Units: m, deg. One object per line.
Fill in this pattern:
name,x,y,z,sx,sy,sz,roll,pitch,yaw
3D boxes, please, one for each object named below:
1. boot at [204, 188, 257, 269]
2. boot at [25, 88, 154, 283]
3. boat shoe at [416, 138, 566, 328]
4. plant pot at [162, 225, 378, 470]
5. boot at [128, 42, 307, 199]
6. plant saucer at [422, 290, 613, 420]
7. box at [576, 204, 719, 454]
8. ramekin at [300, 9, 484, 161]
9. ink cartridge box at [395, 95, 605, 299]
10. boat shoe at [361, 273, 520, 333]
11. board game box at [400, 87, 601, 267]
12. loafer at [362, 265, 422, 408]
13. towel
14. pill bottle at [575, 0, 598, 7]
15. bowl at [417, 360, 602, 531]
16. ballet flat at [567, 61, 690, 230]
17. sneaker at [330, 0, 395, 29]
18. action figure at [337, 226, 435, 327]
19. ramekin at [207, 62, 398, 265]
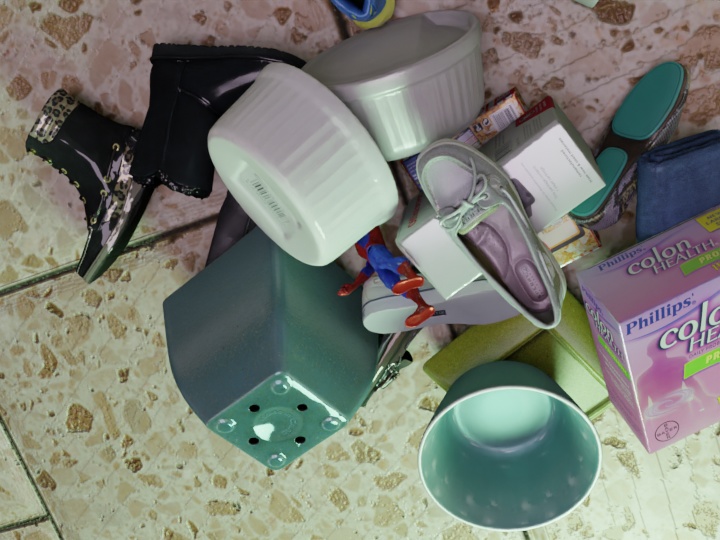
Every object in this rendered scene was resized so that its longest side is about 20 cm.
boot,-0.101,-0.028,1.117,0.163,0.066,0.202,21,111,5
boot,-0.339,-0.103,1.132,0.153,0.074,0.205,29,104,-3
boat shoe,0.124,-0.034,0.864,0.074,0.065,0.203,-32,102,18
plant pot,-0.098,0.102,1.056,0.196,0.201,0.196,-36,124,20
boot,-0.161,-0.164,1.048,0.198,0.076,0.170,6,86,15
plant saucer,0.208,0.133,1.099,0.200,0.048,0.200,-40,109,23
box,0.345,0.064,0.979,0.174,0.097,0.201,-24,124,-1
ramekin,0.039,-0.191,0.971,0.200,0.203,0.095,-14,117,15
ink cartridge box,0.142,-0.078,0.960,0.199,0.145,0.084,-37,101,19
boat shoe,0.098,0.021,1.049,0.198,0.070,0.071,-9,146,7
board game box,0.161,-0.081,1.058,0.151,0.046,0.201,-28,102,18
loafer,0.049,0.091,1.130,0.062,0.072,0.201,25,110,-5
towel,0.348,-0.048,0.999,0.110,0.049,0.202,-17,124,-7
pill bottle,0.164,-0.346,0.932,0.198,0.111,0.112,26,112,1
bowl,0.162,0.182,1.042,0.198,0.105,0.203,1,119,2
ballet flat,0.294,-0.129,1.004,0.072,0.072,0.201,34,91,-2
sneaker,-0.023,-0.349,0.970,0.075,0.105,0.201,-26,103,18
action figure,0.000,0.000,1.006,0.098,0.200,0.066,-22,119,-5
ramekin,-0.065,-0.100,0.943,0.098,0.200,0.201,-42,98,-17
